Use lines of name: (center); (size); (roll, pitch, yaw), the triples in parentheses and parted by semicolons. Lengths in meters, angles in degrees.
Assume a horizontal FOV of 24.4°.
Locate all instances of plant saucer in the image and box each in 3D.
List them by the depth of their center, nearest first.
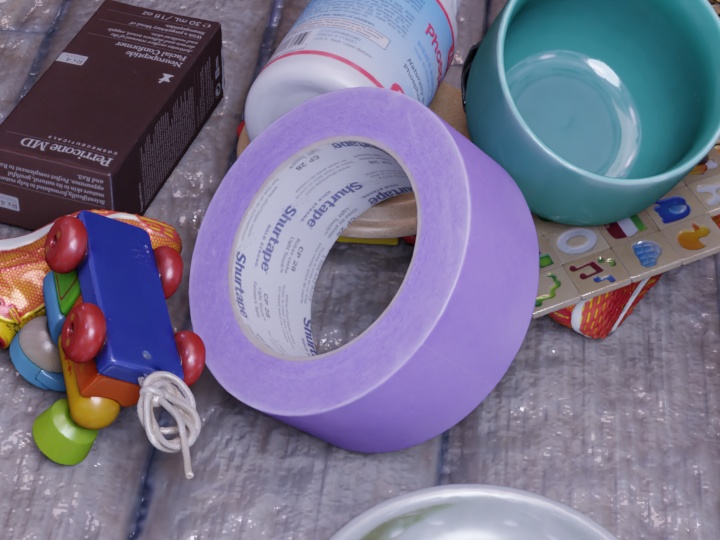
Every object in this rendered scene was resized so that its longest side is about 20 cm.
plant saucer: (0.062, 0.201, 0.868); (0.198, 0.051, 0.201); (1, 40, -1)

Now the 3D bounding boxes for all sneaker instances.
sneaker: (-0.210, 0.012, 1.078); (0.198, 0.073, 0.078); (-13, 65, -11)
sneaker: (0.188, -0.034, 1.115); (0.199, 0.073, 0.077); (-32, 53, -33)
sneaker: (0.111, -0.140, 1.192); (0.098, 0.072, 0.200); (-3, 7, -11)

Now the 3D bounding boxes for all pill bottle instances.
pill bottle: (0.004, -0.146, 1.147); (0.108, 0.110, 0.201); (14, 43, 14)

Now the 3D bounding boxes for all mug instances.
mug: (0.151, -0.117, 1.040); (0.152, 0.114, 0.185); (40, 69, 3)

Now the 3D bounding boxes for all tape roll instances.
tape roll: (0.000, 0.000, 0.987); (0.198, 0.085, 0.202); (-15, 62, 30)

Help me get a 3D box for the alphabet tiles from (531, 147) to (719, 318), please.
alphabet tiles: (0.143, -0.041, 1.078); (0.198, 0.006, 0.167); (-19, 38, -6)

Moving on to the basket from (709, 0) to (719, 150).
basket: (0.319, -0.199, 1.263); (0.198, 0.150, 0.143); (-13, 43, -15)

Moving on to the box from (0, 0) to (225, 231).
box: (-0.180, -0.109, 1.201); (0.099, 0.075, 0.201); (13, 44, 12)

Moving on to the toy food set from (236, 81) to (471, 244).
toy food set: (0.005, -0.083, 1.195); (0.196, 0.049, 0.201); (3, 41, 2)

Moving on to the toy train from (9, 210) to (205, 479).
toy train: (-0.151, 0.073, 0.969); (0.084, 0.116, 0.201); (17, 37, -35)
